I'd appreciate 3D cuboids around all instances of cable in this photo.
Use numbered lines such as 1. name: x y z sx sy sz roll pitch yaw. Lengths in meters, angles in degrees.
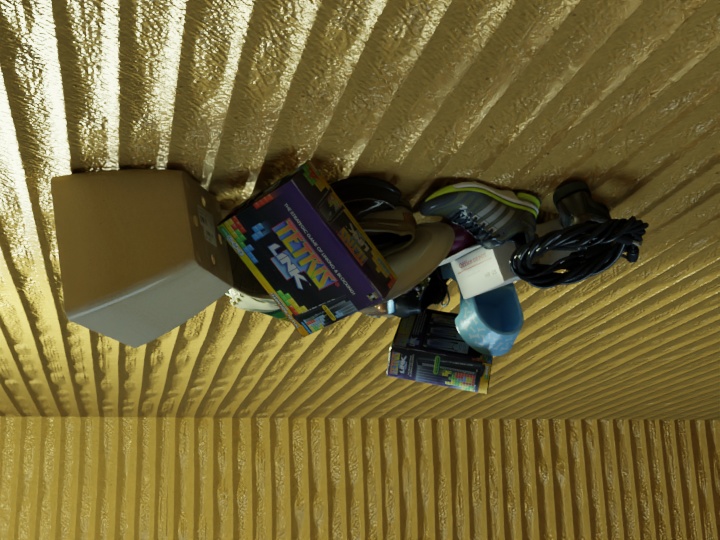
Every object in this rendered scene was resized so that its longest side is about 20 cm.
1. cable: 0.310 -0.024 1.516 0.197 0.052 0.163 -9 163 -4

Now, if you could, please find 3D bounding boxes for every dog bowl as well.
1. dog bowl: 0.199 0.036 1.706 0.110 0.202 0.050 4 147 -27

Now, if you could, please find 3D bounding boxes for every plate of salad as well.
1. plate of salad: 0.052 -0.001 1.541 0.198 0.201 0.048 -14 119 36

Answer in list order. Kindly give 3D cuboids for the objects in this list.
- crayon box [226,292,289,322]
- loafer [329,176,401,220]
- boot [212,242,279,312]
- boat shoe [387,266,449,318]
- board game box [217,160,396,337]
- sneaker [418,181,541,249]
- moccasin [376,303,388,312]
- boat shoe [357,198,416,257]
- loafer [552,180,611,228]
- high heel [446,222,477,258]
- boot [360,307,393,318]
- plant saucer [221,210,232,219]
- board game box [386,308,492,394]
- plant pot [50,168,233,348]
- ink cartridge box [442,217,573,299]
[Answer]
1. crayon box: -0.146 0.048 1.841 0.125 0.052 0.199 25 -177 42
2. loafer: -0.034 -0.080 1.491 0.197 0.072 0.073 -8 163 22
3. boot: -0.172 0.015 1.613 0.198 0.073 0.154 21 165 -30
4. boat shoe: 0.113 0.036 1.748 0.068 0.085 0.200 8 -151 27
5. board game box: -0.073 -0.024 1.435 0.164 0.057 0.201 -27 107 41
6. sneaker: 0.173 -0.074 1.514 0.197 0.082 0.074 6 162 -23
7. moccasin: 0.061 0.032 1.809 0.072 0.079 0.201 -6 -174 9
8. boat shoe: -0.015 -0.043 1.534 0.198 0.069 0.075 -21 131 5
9. loafer: 0.330 -0.068 1.563 0.071 0.064 0.200 -27 155 17
10. high heel: 0.123 -0.041 1.684 0.095 0.068 0.200 -12 168 -23
11. boot: 0.003 0.044 1.874 0.145 0.071 0.200 20 179 -16
12. plant saucer: -0.168 -0.039 1.612 0.197 0.036 0.200 10 165 3
13. board game box: 0.137 0.127 1.754 0.163 0.058 0.200 8 -162 8
14. plant pot: -0.284 -0.029 1.449 0.175 0.203 0.200 -15 161 12
15. ink cartridge box: 0.220 -0.014 1.633 0.198 0.068 0.116 -18 174 -31
